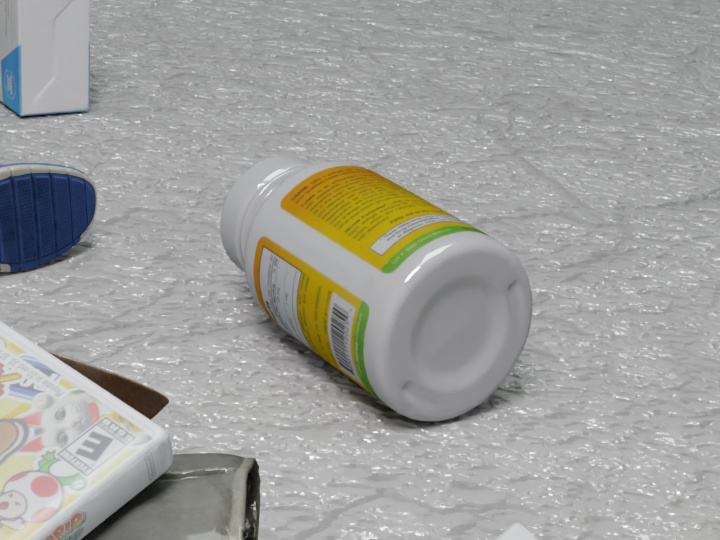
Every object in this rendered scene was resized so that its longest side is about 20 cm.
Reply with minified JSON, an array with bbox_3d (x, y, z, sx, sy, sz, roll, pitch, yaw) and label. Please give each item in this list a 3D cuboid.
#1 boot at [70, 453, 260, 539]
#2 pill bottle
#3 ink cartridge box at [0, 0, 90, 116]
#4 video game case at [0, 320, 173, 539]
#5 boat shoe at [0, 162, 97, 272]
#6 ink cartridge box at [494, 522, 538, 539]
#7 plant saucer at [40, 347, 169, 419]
[{"bbox_3d":[-0.141,0.091,0.666,0.199,0.073,0.182,-11,36,2],"label":"boot"},{"bbox_3d":[0.000,0.000,0.978,0.111,0.111,0.200,-10,27,-33],"label":"pill bottle"},{"bbox_3d":[-0.308,-0.220,1.448,0.067,0.116,0.200,-10,26,-31],"label":"ink cartridge box"},{"bbox_3d":[-0.203,0.075,0.625,0.200,0.023,0.182,28,51,33],"label":"video game case"},{"bbox_3d":[-0.268,-0.037,1.064,0.200,0.073,0.072,-13,27,-38],"label":"boat shoe"},{"bbox_3d":[0.010,0.190,0.408,0.145,0.145,0.200,44,35,16],"label":"ink cartridge box"},{"bbox_3d":[-0.195,0.054,0.807,0.200,0.037,0.200,14,-11,3],"label":"plant saucer"}]
